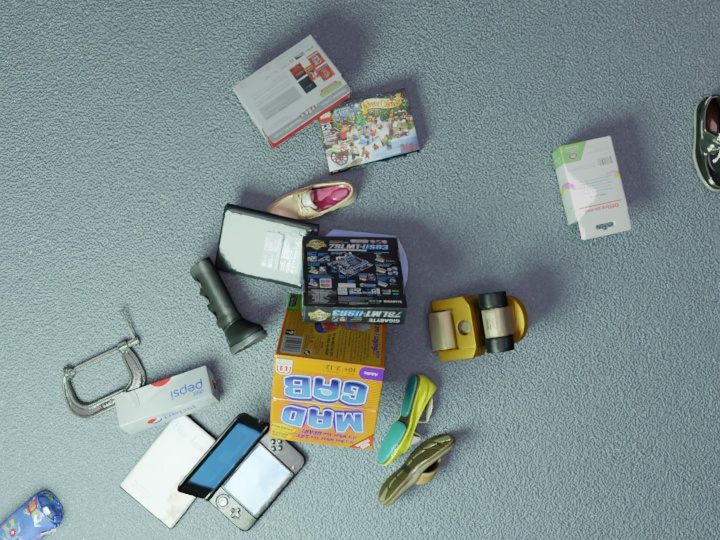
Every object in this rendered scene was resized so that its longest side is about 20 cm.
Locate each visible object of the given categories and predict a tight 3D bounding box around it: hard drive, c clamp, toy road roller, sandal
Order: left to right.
[{"bbox_3d":[-0.536,0.206,1.569,0.199,0.027,0.172,-31,93,-4],"label":"c clamp"},{"bbox_3d":[-0.195,-0.049,1.564,0.198,0.033,0.141,13,106,-1],"label":"hard drive"},{"bbox_3d":[0.121,0.412,1.544,0.200,0.080,0.054,-45,104,-2],"label":"sandal"},{"bbox_3d":[0.250,0.110,1.555,0.198,0.145,0.124,-11,86,36],"label":"toy road roller"}]

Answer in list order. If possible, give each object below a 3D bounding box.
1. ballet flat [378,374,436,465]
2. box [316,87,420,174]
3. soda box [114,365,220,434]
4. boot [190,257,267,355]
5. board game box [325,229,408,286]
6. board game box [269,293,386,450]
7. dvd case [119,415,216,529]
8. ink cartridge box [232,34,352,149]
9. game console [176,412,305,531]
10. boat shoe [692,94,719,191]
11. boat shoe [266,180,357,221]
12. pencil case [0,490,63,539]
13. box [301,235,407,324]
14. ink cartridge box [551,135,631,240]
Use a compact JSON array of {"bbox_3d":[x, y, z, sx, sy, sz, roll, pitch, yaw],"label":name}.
[{"bbox_3d":[0.104,0.315,1.556,0.067,0.067,0.202,25,84,-21],"label":"ballet flat"},{"bbox_3d":[0.014,-0.295,1.601,0.198,0.038,0.138,-14,87,-2],"label":"box"},{"bbox_3d":[-0.392,0.264,1.537,0.198,0.064,0.069,-19,63,-2],"label":"soda box"},{"bbox_3d":[-0.269,0.063,1.517,0.065,0.165,0.202,-23,86,-30],"label":"boot"},{"bbox_3d":[0.000,0.000,1.584,0.198,0.039,0.160,6,91,1],"label":"board game box"},{"bbox_3d":[-0.059,0.191,1.451,0.197,0.201,0.202,7,122,0],"label":"board game box"},{"bbox_3d":[-0.381,0.410,1.559,0.142,0.018,0.201,38,86,2],"label":"dvd case"},{"bbox_3d":[-0.131,-0.353,1.553,0.199,0.084,0.176,-34,66,-2],"label":"ink cartridge box"},{"bbox_3d":[-0.233,0.408,1.512,0.172,0.119,0.200,41,87,2],"label":"game console"},{"bbox_3d":[0.751,-0.270,1.601,0.071,0.068,0.203,-4,88,-3],"label":"boat shoe"},{"bbox_3d":[-0.103,-0.146,1.574,0.198,0.069,0.074,-20,87,-2],"label":"boat shoe"},{"bbox_3d":[-0.686,0.537,1.514,0.200,0.078,0.087,-42,65,-2],"label":"pencil case"},{"bbox_3d":[-0.016,0.015,1.468,0.198,0.050,0.200,1,43,-7],"label":"box"},{"bbox_3d":[0.486,-0.168,1.587,0.116,0.067,0.202,-11,86,-2],"label":"ink cartridge box"}]
